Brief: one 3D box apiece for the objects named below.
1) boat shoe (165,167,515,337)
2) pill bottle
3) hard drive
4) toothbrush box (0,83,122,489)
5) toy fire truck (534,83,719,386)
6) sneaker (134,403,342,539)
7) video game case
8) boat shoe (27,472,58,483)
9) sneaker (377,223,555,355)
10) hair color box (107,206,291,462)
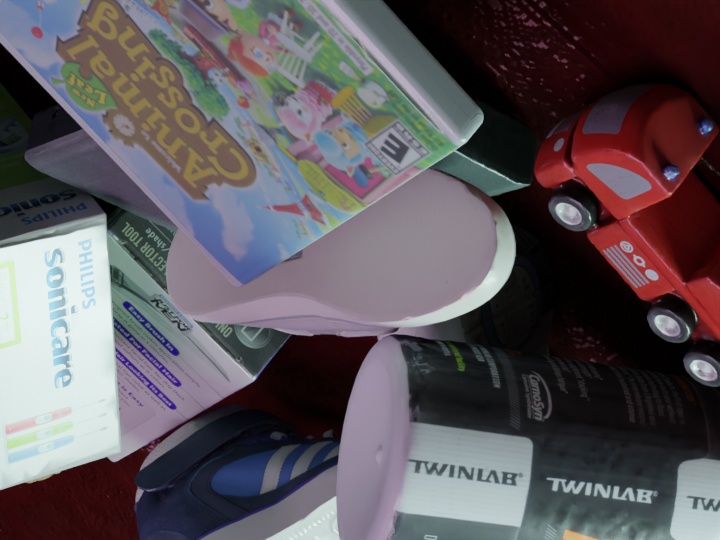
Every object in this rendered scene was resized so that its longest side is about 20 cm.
[{"bbox_3d":[0.000,0.000,1.005,0.200,0.072,0.068,-13,161,43],"label":"boat shoe"},{"bbox_3d":[0.097,0.092,0.998,0.199,0.107,0.106,8,151,-14],"label":"pill bottle"},{"bbox_3d":[-0.038,-0.056,1.015,0.139,0.033,0.200,25,155,-34],"label":"hard drive"},{"bbox_3d":[-0.199,-0.006,1.153,0.200,0.086,0.146,46,144,45],"label":"toothbrush box"},{"bbox_3d":[0.176,-0.001,0.911,0.200,0.049,0.141,48,147,-12],"label":"toy fire truck"},{"bbox_3d":[-0.025,0.101,1.205,0.147,0.199,0.081,-116,4,-54],"label":"sneaker"},{"bbox_3d":[-0.070,-0.095,0.903,0.200,0.022,0.182,46,144,-9],"label":"video game case"},{"bbox_3d":[-0.225,0.076,1.323,0.074,0.069,0.200,46,180,-34],"label":"boat shoe"},{"bbox_3d":[0.055,0.052,1.093,0.087,0.074,0.201,21,135,40],"label":"sneaker"},{"bbox_3d":[-0.118,0.027,1.234,0.109,0.065,0.200,46,150,-8],"label":"hair color box"}]
